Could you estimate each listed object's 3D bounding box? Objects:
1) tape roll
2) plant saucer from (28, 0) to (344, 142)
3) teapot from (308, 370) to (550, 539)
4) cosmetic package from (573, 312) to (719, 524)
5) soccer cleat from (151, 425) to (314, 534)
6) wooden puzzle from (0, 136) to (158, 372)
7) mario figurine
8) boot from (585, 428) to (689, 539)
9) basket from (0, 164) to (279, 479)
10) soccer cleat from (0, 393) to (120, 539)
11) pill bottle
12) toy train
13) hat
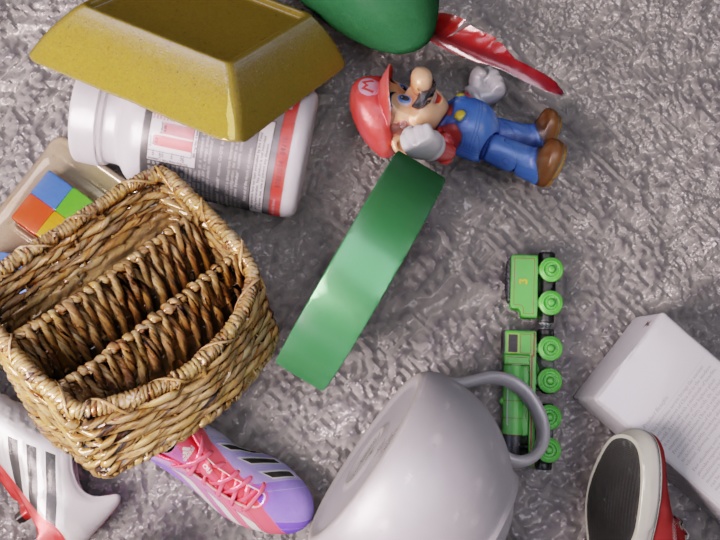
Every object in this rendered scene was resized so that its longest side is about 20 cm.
[{"bbox_3d":[0.000,0.000,0.773,0.048,0.200,0.202,30,82,0],"label":"tape roll"},{"bbox_3d":[-0.134,-0.195,0.782,0.198,0.049,0.200,23,37,14],"label":"plant saucer"},{"bbox_3d":[0.062,0.189,0.767,0.145,0.198,0.201,35,106,-2],"label":"teapot"},{"bbox_3d":[0.305,0.142,0.845,0.200,0.071,0.102,41,83,1],"label":"cosmetic package"},{"bbox_3d":[-0.129,0.165,0.805,0.199,0.076,0.067,35,85,2],"label":"soccer cleat"},{"bbox_3d":[-0.256,0.007,0.830,0.184,0.046,0.201,35,82,0],"label":"wooden puzzle"},{"bbox_3d":[0.089,-0.142,0.841,0.198,0.123,0.107,12,95,-7],"label":"mario figurine"},{"bbox_3d":[0.272,0.231,0.816,0.143,0.072,0.202,-2,98,-21],"label":"boot"},{"bbox_3d":[-0.170,0.038,0.726,0.142,0.150,0.200,24,49,39],"label":"basket"},{"bbox_3d":[-0.285,0.145,0.805,0.085,0.069,0.201,-35,88,-19],"label":"soccer cleat"},{"bbox_3d":[-0.143,-0.121,0.819,0.198,0.116,0.117,11,82,-3],"label":"pill bottle"},{"bbox_3d":[0.155,0.081,0.858,0.056,0.042,0.202,2,83,6],"label":"toy train"},{"bbox_3d":[0.035,-0.197,0.832,0.165,0.199,0.178,-33,107,-47],"label":"hat"}]
